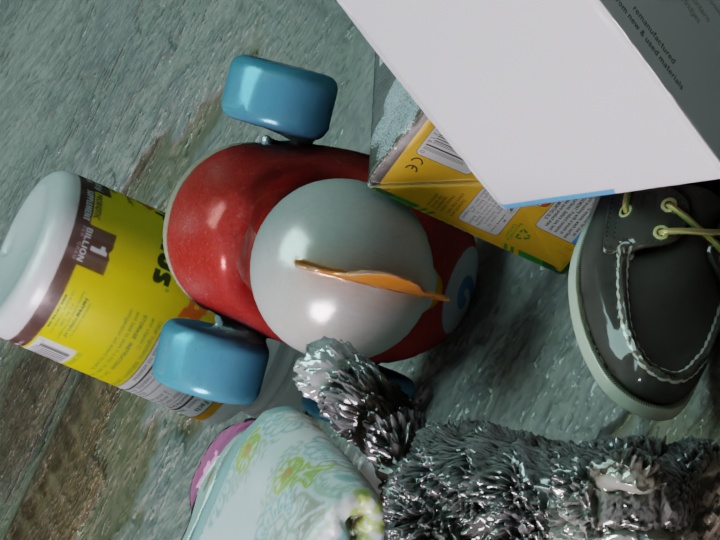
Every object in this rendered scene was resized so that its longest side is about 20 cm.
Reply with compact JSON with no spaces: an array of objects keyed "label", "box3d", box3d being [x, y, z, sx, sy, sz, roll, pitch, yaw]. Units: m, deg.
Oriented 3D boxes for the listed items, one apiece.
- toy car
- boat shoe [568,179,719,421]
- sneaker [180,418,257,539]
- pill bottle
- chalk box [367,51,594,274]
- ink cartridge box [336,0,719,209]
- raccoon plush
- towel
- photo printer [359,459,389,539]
[{"label":"toy car","box3d":[0.000,0.000,1.497,0.200,0.176,0.185,-151,76,-68]},{"label":"boat shoe","box3d":[0.142,-0.022,1.306,0.061,0.072,0.202,-52,21,44]},{"label":"sneaker","box3d":[-0.075,0.183,1.631,0.086,0.080,0.201,7,79,59]},{"label":"pill bottle","box3d":[-0.119,0.024,1.734,0.109,0.200,0.109,-52,24,35]},{"label":"chalk box","box3d":[0.087,-0.123,1.491,0.124,0.124,0.200,-51,24,39]},{"label":"ink cartridge box","box3d":[0.119,-0.154,1.289,0.147,0.146,0.200,-8,41,49]},{"label":"raccoon plush","box3d":[0.062,0.078,1.264,0.134,0.200,0.097,-52,-8,33]},{"label":"towel","box3d":[-0.052,0.178,1.413,0.200,0.048,0.171,-68,20,5]},{"label":"photo printer","box3d":[0.015,0.194,1.389,0.167,0.069,0.200,-58,21,22]}]
